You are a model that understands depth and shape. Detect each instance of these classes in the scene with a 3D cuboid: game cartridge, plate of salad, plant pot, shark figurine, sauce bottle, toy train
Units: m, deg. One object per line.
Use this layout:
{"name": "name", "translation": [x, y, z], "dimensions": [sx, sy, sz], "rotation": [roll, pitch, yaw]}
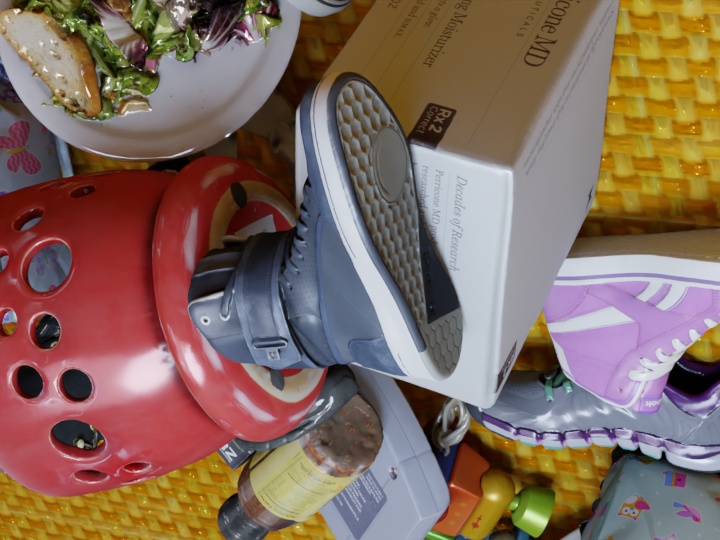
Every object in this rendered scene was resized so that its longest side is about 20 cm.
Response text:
{"name": "game cartridge", "translation": [-0.010, 0.119, 1.503], "dimensions": [0.200, 0.041, 0.133], "rotation": [58, 148, 21]}
{"name": "plate of salad", "translation": [-0.135, -0.168, 1.266], "dimensions": [0.200, 0.200, 0.048], "rotation": [21, 180, 11]}
{"name": "plant pot", "translation": [-0.131, 0.030, 1.272], "dimensions": [0.182, 0.201, 0.201], "rotation": [-13, 123, 29]}
{"name": "shark figurine", "translation": [-0.082, -0.104, 1.385], "dimensions": [0.089, 0.128, 0.214], "rotation": [40, -179, 41]}
{"name": "sauce bottle", "translation": [-0.050, 0.149, 1.488], "dimensions": [0.066, 0.066, 0.200], "rotation": [37, 146, -6]}
{"name": "toy train", "translation": [0.095, 0.162, 1.524], "dimensions": [0.115, 0.085, 0.200], "rotation": [21, 140, -4]}

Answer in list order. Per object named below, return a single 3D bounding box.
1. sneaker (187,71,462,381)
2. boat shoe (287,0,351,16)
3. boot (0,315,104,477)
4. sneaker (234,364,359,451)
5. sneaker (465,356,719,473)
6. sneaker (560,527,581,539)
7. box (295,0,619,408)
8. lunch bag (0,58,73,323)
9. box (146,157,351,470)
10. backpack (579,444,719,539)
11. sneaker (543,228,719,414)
{"name": "sneaker", "translation": [-0.038, -0.020, 1.113], "dimensions": [0.146, 0.077, 0.203], "rotation": [3, 133, 26]}
{"name": "boat shoe", "translation": [-0.043, -0.240, 1.208], "dimensions": [0.064, 0.071, 0.200], "rotation": [-5, 126, 37]}
{"name": "boot", "translation": [-0.189, 0.119, 1.592], "dimensions": [0.203, 0.154, 0.074], "rotation": [26, 139, 7]}
{"name": "sneaker", "translation": [-0.086, 0.067, 1.395], "dimensions": [0.200, 0.076, 0.091], "rotation": [0, 120, 44]}
{"name": "sneaker", "translation": [0.172, 0.075, 1.404], "dimensions": [0.199, 0.074, 0.088], "rotation": [7, 124, 11]}
{"name": "sneaker", "translation": [0.167, 0.248, 1.562], "dimensions": [0.200, 0.073, 0.112], "rotation": [-24, 158, 8]}
{"name": "box", "translation": [0.059, -0.064, 1.221], "dimensions": [0.130, 0.199, 0.200], "rotation": [17, 137, 15]}
{"name": "lunch bag", "translation": [-0.306, -0.061, 1.498], "dimensions": [0.169, 0.127, 0.200], "rotation": [-5, 100, 34]}
{"name": "box", "translation": [-0.113, 0.033, 1.496], "dimensions": [0.200, 0.049, 0.161], "rotation": [49, 141, 5]}
{"name": "backpack", "translation": [0.210, 0.213, 1.403], "dimensions": [0.167, 0.200, 0.127], "rotation": [16, 140, 19]}
{"name": "sneaker", "translation": [0.206, 0.035, 1.305], "dimensions": [0.200, 0.073, 0.115], "rotation": [-1, 104, 45]}
